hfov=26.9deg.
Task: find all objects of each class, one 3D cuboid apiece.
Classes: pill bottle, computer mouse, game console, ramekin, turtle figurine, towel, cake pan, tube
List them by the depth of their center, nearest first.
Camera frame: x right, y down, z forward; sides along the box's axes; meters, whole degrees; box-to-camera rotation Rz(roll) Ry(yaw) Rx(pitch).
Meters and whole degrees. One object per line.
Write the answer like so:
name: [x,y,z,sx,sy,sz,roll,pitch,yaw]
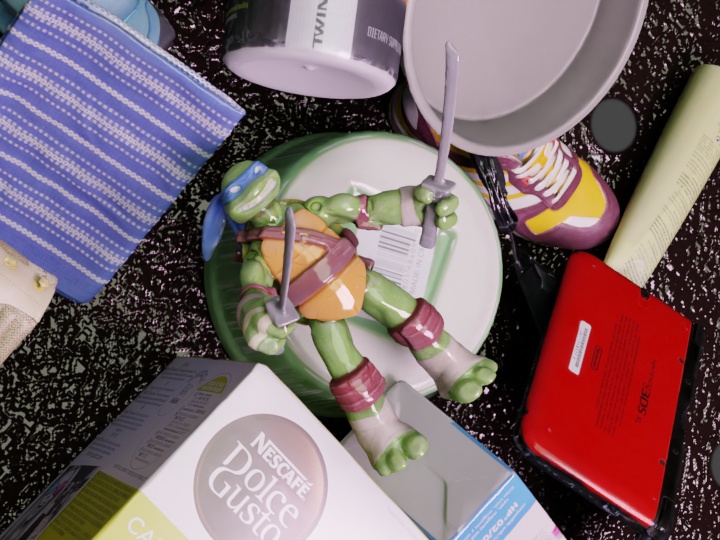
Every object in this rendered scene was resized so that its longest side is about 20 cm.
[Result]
turtle figurine: [0.005,0.014,0.864,0.195,0.199,0.144,54,36,-17]
pill bottle: [-0.018,-0.211,0.882,0.105,0.106,0.202,9,84,-20]
towel: [-0.182,-0.071,0.926,0.144,0.200,0.024,33,36,-17]
cake pan: [0.101,-0.174,0.964,0.199,0.037,0.202,-17,124,-28]
ramekin: [0.000,0.000,1.022,0.198,0.098,0.203,1,86,-20]
game console: [0.169,0.119,1.042,0.171,0.119,0.201,32,42,-7]
computer mouse: [0.120,-0.014,1.058,0.034,0.059,0.201,-22,126,6]
tube: [0.232,-0.062,1.138,0.058,0.052,0.201,34,76,-17]

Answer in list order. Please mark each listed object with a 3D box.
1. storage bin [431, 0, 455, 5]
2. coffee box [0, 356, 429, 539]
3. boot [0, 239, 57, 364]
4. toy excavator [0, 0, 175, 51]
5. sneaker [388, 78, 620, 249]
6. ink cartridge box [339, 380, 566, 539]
storage bin: [-0.004,-0.234,1.016,0.198,0.134,0.147,-15,92,-22]
coffee box: [-0.088,0.190,0.924,0.198,0.200,0.200,-46,103,-17]
boot: [-0.238,-0.040,0.877,0.155,0.073,0.201,33,82,-26]
toy excavator: [-0.202,-0.196,0.907,0.194,0.200,0.100,44,73,2]
sneaker: [0.115,-0.078,1.075,0.199,0.090,0.076,29,77,-16]
ink cartridge box: [0.077,0.170,0.994,0.068,0.115,0.200,-46,138,-7]
